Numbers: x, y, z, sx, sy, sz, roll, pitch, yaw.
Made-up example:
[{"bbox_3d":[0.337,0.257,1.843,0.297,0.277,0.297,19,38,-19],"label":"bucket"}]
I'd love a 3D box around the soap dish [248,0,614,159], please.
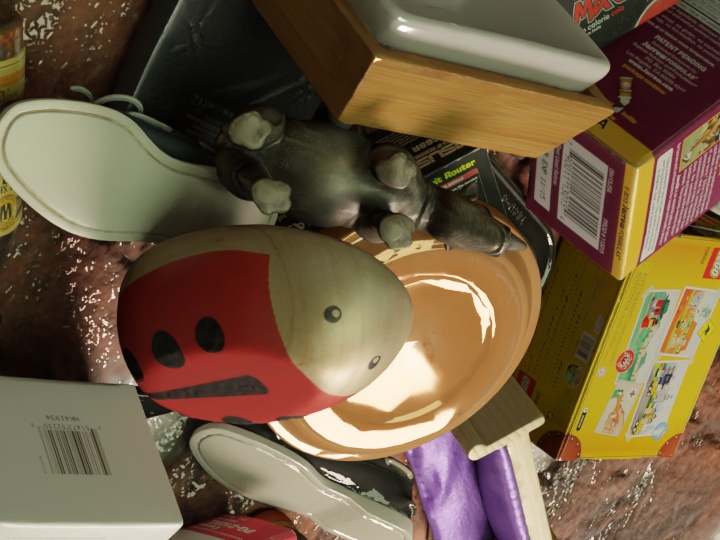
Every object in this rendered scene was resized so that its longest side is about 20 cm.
[{"bbox_3d":[0.036,-0.142,1.040,0.199,0.158,0.081,7,127,-43],"label":"soap dish"}]

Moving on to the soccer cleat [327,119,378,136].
[{"bbox_3d":[-0.012,-0.064,1.165,0.085,0.069,0.201,3,117,-46],"label":"soccer cleat"}]

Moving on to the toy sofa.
[{"bbox_3d":[0.096,0.171,1.365,0.097,0.083,0.201,-25,132,-10],"label":"toy sofa"}]

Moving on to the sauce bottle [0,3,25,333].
[{"bbox_3d":[-0.220,-0.050,0.997,0.066,0.066,0.201,-16,125,-33],"label":"sauce bottle"}]

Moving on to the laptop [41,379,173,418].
[{"bbox_3d":[-0.212,0.133,1.084,0.177,0.199,0.104,6,74,-43],"label":"laptop"}]

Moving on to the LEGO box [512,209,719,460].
[{"bbox_3d":[0.214,0.046,1.413,0.148,0.077,0.201,4,111,-42],"label":"LEGO box"}]

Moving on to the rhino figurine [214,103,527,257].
[{"bbox_3d":[0.007,-0.045,1.004,0.199,0.087,0.060,17,95,-18],"label":"rhino figurine"}]

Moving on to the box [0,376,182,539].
[{"bbox_3d":[-0.214,0.156,1.011,0.124,0.098,0.200,8,136,-44],"label":"box"}]

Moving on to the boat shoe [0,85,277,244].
[{"bbox_3d":[-0.133,-0.059,1.007,0.199,0.062,0.075,12,108,-44],"label":"boat shoe"}]

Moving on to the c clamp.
[{"bbox_3d":[0.064,0.002,1.300,0.200,0.027,0.171,35,84,-46],"label":"c clamp"}]

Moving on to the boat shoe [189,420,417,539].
[{"bbox_3d":[-0.036,0.136,1.267,0.199,0.074,0.061,29,54,-30],"label":"boat shoe"}]

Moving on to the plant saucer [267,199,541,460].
[{"bbox_3d":[0.025,0.042,1.115,0.199,0.032,0.201,-14,130,-17],"label":"plant saucer"}]

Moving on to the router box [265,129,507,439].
[{"bbox_3d":[0.000,0.000,1.133,0.199,0.062,0.150,-27,134,-6],"label":"router box"}]

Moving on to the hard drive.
[{"bbox_3d":[-0.075,-0.135,1.084,0.135,0.042,0.201,21,101,-45],"label":"hard drive"}]

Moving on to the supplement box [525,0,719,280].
[{"bbox_3d":[0.224,-0.111,1.281,0.200,0.103,0.131,-36,149,-24],"label":"supplement box"}]

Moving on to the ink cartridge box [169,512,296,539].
[{"bbox_3d":[-0.137,0.264,1.202,0.199,0.084,0.146,-13,102,-40],"label":"ink cartridge box"}]

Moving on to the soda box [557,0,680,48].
[{"bbox_3d":[0.188,-0.218,1.244,0.199,0.063,0.071,-31,131,-22],"label":"soda box"}]

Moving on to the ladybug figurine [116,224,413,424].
[{"bbox_3d":[-0.063,0.038,0.999,0.136,0.199,0.072,45,49,-32],"label":"ladybug figurine"}]

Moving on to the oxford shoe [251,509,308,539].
[{"bbox_3d":[-0.043,0.271,1.332,0.071,0.072,0.201,-36,133,-19],"label":"oxford shoe"}]
